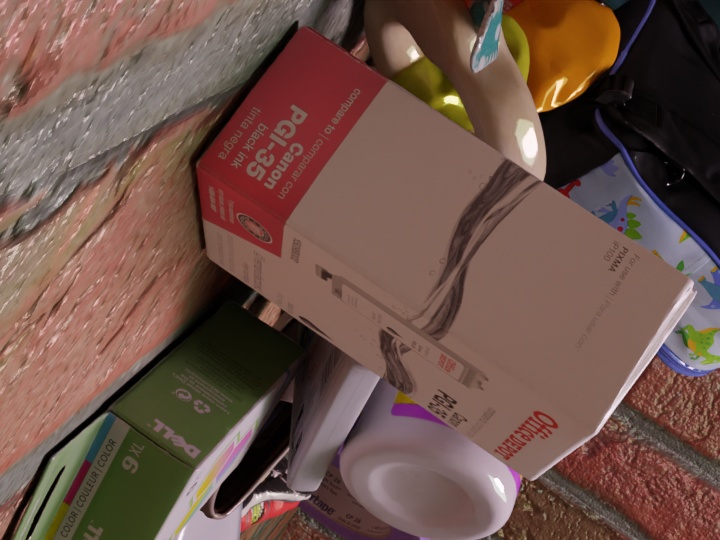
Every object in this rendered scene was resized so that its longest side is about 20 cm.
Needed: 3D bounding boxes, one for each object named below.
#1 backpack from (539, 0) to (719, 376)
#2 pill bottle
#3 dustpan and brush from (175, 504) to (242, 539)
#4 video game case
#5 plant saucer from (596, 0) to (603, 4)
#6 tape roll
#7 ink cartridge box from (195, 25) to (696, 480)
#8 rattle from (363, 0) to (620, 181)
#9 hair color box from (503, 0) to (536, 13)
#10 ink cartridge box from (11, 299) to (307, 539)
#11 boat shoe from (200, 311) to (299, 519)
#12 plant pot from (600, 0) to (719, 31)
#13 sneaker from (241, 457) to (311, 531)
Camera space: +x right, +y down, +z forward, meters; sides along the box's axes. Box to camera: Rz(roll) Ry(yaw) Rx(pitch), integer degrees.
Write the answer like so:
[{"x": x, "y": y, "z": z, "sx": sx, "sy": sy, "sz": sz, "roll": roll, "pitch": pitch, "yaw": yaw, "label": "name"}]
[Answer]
[{"x": 0.179, "y": -0.040, "z": 0.863, "sx": 0.147, "sy": 0.200, "sz": 0.183, "roll": -32, "pitch": -162, "yaw": 43, "label": "backpack"}, {"x": 0.064, "y": 0.055, "z": 0.887, "sx": 0.104, "sy": 0.104, "sz": 0.200, "roll": 117, "pitch": -3, "yaw": -53, "label": "pill bottle"}, {"x": -0.150, "y": 0.201, "z": 1.035, "sx": 0.200, "sy": 0.057, "sz": 0.140, "roll": -41, "pitch": 140, "yaw": -63, "label": "dustpan and brush"}, {"x": -0.012, "y": 0.011, "z": 0.849, "sx": 0.200, "sy": 0.024, "sz": 0.182, "roll": 114, "pitch": -18, "yaw": -61, "label": "video game case"}, {"x": 0.135, "y": -0.171, "z": 1.039, "sx": 0.200, "sy": 0.032, "sz": 0.200, "roll": -25, "pitch": 177, "yaw": -1, "label": "plant saucer"}, {"x": -0.007, "y": 0.165, "z": 1.313, "sx": 0.085, "sy": 0.200, "sz": 0.200, "roll": -52, "pitch": 174, "yaw": -26, "label": "tape roll"}, {"x": 0.031, "y": -0.001, "z": 0.661, "sx": 0.083, "sy": 0.200, "sz": 0.147, "roll": -54, "pitch": 174, "yaw": -15, "label": "ink cartridge box"}, {"x": 0.079, "y": -0.115, "z": 0.662, "sx": 0.143, "sy": 0.130, "sz": 0.200, "roll": -15, "pitch": 153, "yaw": -7, "label": "rattle"}, {"x": 0.104, "y": -0.189, "z": 0.802, "sx": 0.200, "sy": 0.064, "sz": 0.111, "roll": -57, "pitch": 163, "yaw": 27, "label": "hair color box"}, {"x": -0.111, "y": 0.105, "z": 0.800, "sx": 0.104, "sy": 0.059, "sz": 0.200, "roll": -59, "pitch": 174, "yaw": 29, "label": "ink cartridge box"}, {"x": -0.048, "y": 0.081, "z": 0.984, "sx": 0.200, "sy": 0.060, "sz": 0.072, "roll": -45, "pitch": 148, "yaw": 4, "label": "boat shoe"}, {"x": 0.216, "y": -0.259, "z": 0.913, "sx": 0.200, "sy": 0.200, "sz": 0.135, "roll": -58, "pitch": -164, "yaw": 26, "label": "plant pot"}, {"x": -0.114, "y": 0.190, "z": 1.212, "sx": 0.085, "sy": 0.077, "sz": 0.200, "roll": -50, "pitch": 160, "yaw": 18, "label": "sneaker"}]
